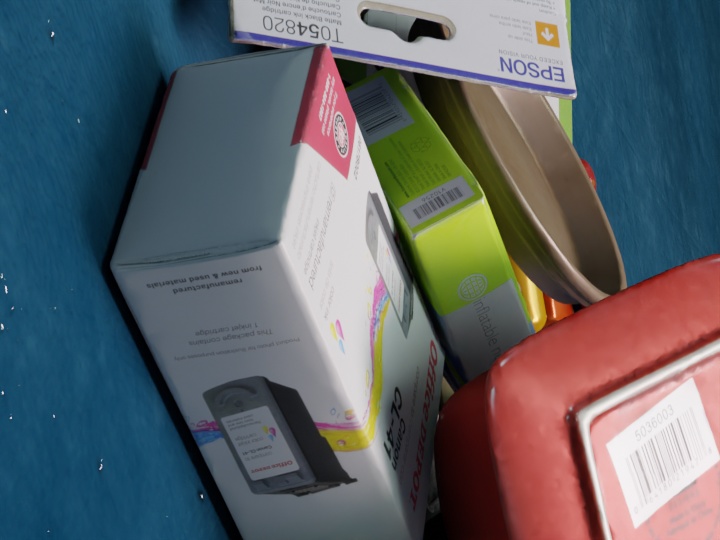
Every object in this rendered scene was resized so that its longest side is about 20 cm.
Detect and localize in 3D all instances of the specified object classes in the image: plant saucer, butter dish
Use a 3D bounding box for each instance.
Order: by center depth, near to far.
[{"bbox_3d":[0.106,0.108,1.275,0.200,0.147,0.200,-22,104,-41],"label":"butter dish"},{"bbox_3d":[0.081,-0.063,1.401,0.200,0.029,0.200,54,18,-25],"label":"plant saucer"}]

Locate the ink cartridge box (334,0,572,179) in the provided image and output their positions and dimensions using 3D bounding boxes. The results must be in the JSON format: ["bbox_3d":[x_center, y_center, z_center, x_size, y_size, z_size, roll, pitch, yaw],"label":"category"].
[{"bbox_3d":[0.027,-0.125,1.511,0.199,0.076,0.148,24,53,-33],"label":"ink cartridge box"}]

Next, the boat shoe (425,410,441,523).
[{"bbox_3d":[0.039,0.107,1.415,0.200,0.067,0.057,-10,76,-66],"label":"boat shoe"}]

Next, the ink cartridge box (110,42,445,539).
[{"bbox_3d":[-0.031,0.020,1.210,0.148,0.085,0.200,-80,154,-48],"label":"ink cartridge box"}]

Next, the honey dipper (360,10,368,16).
[{"bbox_3d":[0.022,-0.169,1.450,0.200,0.038,0.038,-30,111,-51],"label":"honey dipper"}]

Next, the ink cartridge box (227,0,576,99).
[{"bbox_3d":[0.011,-0.184,1.325,0.199,0.041,0.201,9,66,-26],"label":"ink cartridge box"}]

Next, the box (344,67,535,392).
[{"bbox_3d":[0.048,0.004,1.354,0.122,0.048,0.200,58,-7,45],"label":"box"}]

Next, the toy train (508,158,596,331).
[{"bbox_3d":[0.104,0.026,1.668,0.116,0.084,0.201,-16,96,-63],"label":"toy train"}]

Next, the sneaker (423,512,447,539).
[{"bbox_3d":[0.089,0.192,1.431,0.200,0.075,0.084,42,1,37],"label":"sneaker"}]

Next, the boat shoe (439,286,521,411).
[{"bbox_3d":[0.056,0.011,1.500,0.071,0.064,0.201,-110,-176,-54],"label":"boat shoe"}]
